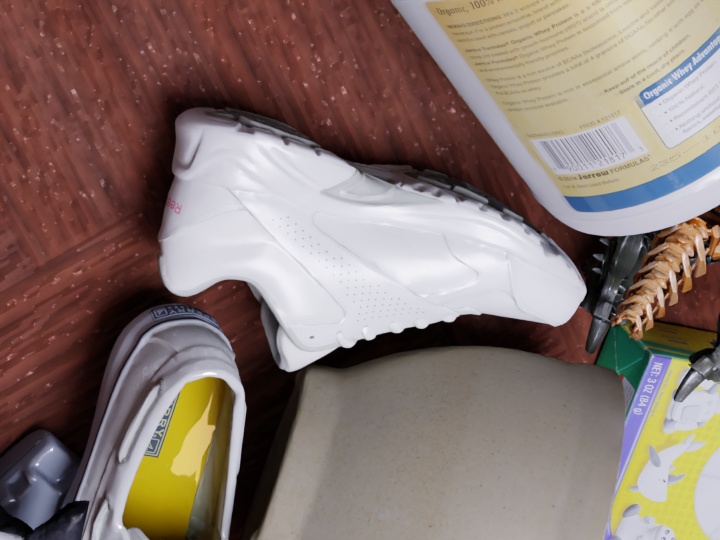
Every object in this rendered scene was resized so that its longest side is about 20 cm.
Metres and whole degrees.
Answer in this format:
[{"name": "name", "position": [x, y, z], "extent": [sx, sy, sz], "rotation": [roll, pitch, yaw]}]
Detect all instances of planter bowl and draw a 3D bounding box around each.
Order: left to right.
[{"name": "planter bowl", "position": [0.018, 0.118, 1.019], "extent": [0.134, 0.200, 0.201], "rotation": [18, 109, -4]}]

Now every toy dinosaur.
[{"name": "toy dinosaur", "position": [0.152, -0.024, 1.020], "extent": [0.199, 0.102, 0.136], "rotation": [-16, 139, -39]}]

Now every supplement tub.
[{"name": "supplement tub", "position": [0.087, -0.128, 0.937], "extent": [0.145, 0.145, 0.200], "rotation": [-39, 122, 1]}]

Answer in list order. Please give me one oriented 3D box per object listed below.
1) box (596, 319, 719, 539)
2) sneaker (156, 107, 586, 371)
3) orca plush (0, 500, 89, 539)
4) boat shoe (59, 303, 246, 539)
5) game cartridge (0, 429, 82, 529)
[{"name": "box", "position": [0.198, 0.097, 1.149], "extent": [0.199, 0.048, 0.118], "rotation": [9, 112, -26]}, {"name": "sneaker", "position": [0.000, 0.000, 1.004], "extent": [0.199, 0.078, 0.100], "rotation": [18, 98, -18]}, {"name": "orca plush", "position": [-0.208, 0.071, 0.963], "extent": [0.199, 0.105, 0.071], "rotation": [13, 68, 1]}, {"name": "boat shoe", "position": [-0.085, 0.122, 0.988], "extent": [0.074, 0.086, 0.203], "rotation": [9, 110, -25]}, {"name": "game cartridge", "position": [-0.169, 0.178, 1.054], "extent": [0.200, 0.040, 0.133], "rotation": [-43, 118, 3]}]
